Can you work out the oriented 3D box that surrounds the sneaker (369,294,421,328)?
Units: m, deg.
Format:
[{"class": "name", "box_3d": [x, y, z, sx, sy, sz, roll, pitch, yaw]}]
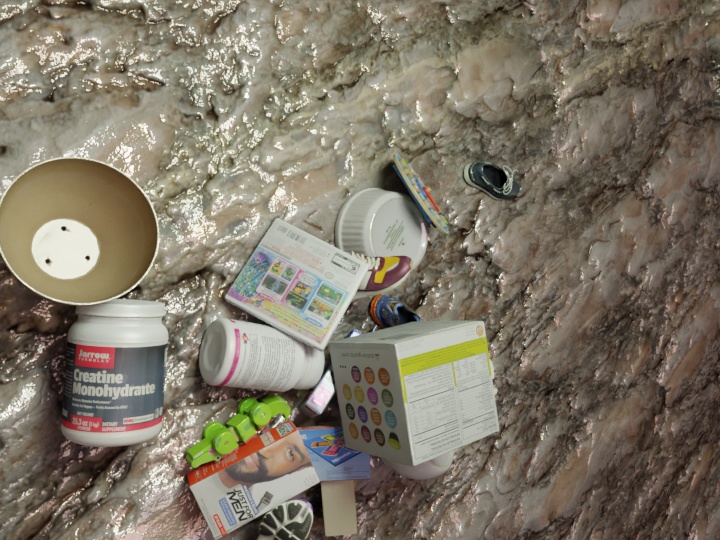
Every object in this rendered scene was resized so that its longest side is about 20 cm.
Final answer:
[{"class": "sneaker", "box_3d": [0.104, 0.126, 1.272, 0.200, 0.078, 0.076, 39, 69, -32]}]

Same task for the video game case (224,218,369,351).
[{"class": "video game case", "box_3d": [-0.112, 0.022, 1.059, 0.199, 0.024, 0.182, 27, 69, 7]}]

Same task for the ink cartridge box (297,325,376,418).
[{"class": "ink cartridge box", "box_3d": [-0.046, 0.188, 1.134, 0.042, 0.119, 0.200, 36, 68, 0]}]

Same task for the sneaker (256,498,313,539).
[{"class": "sneaker", "box_3d": [-0.141, 0.466, 1.055, 0.081, 0.200, 0.083, 38, 30, 7]}]

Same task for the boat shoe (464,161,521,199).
[{"class": "boat shoe", "box_3d": [0.342, -0.225, 1.456, 0.200, 0.062, 0.075, 18, 79, -37]}]

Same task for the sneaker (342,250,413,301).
[{"class": "sneaker", "box_3d": [0.000, 0.000, 1.119, 0.090, 0.199, 0.075, 57, 27, -27]}]

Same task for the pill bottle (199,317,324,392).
[{"class": "pill bottle", "box_3d": [-0.170, 0.154, 1.039, 0.199, 0.113, 0.114, 15, 82, -37]}]

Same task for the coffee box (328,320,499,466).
[{"class": "coffee box", "box_3d": [0.092, 0.203, 1.030, 0.199, 0.199, 0.199, -9, 90, -35]}]

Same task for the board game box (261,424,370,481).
[{"class": "board game box", "box_3d": [-0.081, 0.343, 1.100, 0.199, 0.019, 0.103, -2, 97, -1]}]

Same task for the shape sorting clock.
[{"class": "shape sorting clock", "box_3d": [0.130, -0.161, 1.232, 0.039, 0.200, 0.200, -33, 117, 10]}]

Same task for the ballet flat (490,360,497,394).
[{"class": "ballet flat", "box_3d": [0.295, 0.263, 1.426, 0.068, 0.075, 0.201, -21, 104, -36]}]

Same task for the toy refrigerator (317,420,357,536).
[{"class": "toy refrigerator", "box_3d": [-0.042, 0.405, 1.154, 0.070, 0.076, 0.201, -5, 95, -1]}]

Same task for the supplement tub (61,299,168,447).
[{"class": "supplement tub", "box_3d": [-0.361, 0.146, 0.873, 0.140, 0.140, 0.201, 4, 89, -38]}]

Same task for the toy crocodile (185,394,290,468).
[{"class": "toy crocodile", "box_3d": [-0.214, 0.282, 1.037, 0.200, 0.067, 0.062, -33, 111, -33]}]

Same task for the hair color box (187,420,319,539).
[{"class": "hair color box", "box_3d": [-0.186, 0.362, 1.027, 0.199, 0.064, 0.111, -25, 102, -18]}]

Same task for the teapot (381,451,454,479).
[{"class": "teapot", "box_3d": [0.093, 0.349, 1.235, 0.201, 0.146, 0.197, 63, 29, -4]}]

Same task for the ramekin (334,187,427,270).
[{"class": "ramekin", "box_3d": [0.052, -0.072, 1.216, 0.202, 0.094, 0.203, -2, 93, -38]}]

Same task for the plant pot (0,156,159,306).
[{"class": "plant pot", "box_3d": [-0.404, -0.042, 0.828, 0.200, 0.134, 0.201, 9, 74, -34]}]
